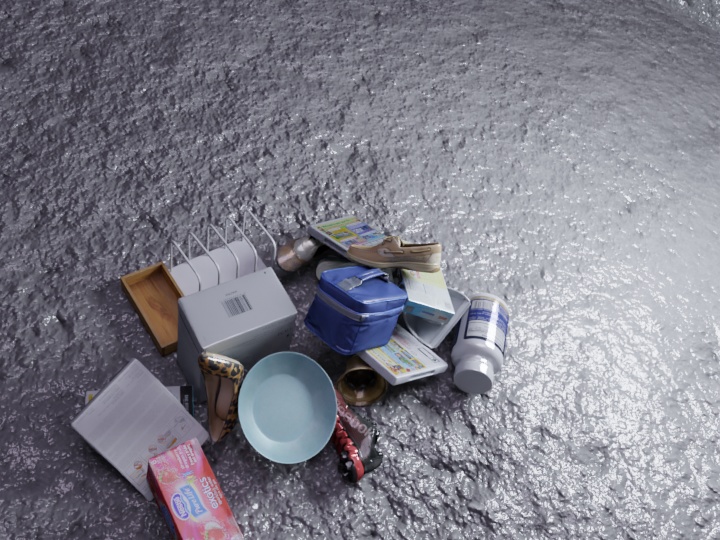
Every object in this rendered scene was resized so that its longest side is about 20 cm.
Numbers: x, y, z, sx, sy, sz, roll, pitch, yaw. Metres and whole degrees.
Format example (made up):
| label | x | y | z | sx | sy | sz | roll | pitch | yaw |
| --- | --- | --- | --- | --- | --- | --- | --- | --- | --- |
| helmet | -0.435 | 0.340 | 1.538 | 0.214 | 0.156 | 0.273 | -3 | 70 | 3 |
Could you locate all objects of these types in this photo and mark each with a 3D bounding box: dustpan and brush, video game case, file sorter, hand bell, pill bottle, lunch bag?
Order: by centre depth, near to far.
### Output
| label | x | y | z | sx | sy | sz | roll | pitch | yaw |
| --- | --- | --- | --- | --- | --- | --- | --- | --- | --- |
| lunch bag | 0.000 | 0.066 | 1.616 | 0.135 | 0.134 | 0.199 | 34 | 25 | 28 |
| video game case | 0.057 | 0.157 | 1.675 | 0.199 | 0.023 | 0.180 | 38 | 26 | 32 |
| hand bell | -0.005 | 0.171 | 1.695 | 0.102 | 0.105 | 0.201 | 5 | 37 | -9 |
| pill bottle | 0.252 | 0.156 | 1.732 | 0.109 | 0.112 | 0.202 | 16 | 49 | 2 |
| file sorter | -0.297 | -0.022 | 1.752 | 0.198 | 0.126 | 0.139 | -26 | 59 | -29 |
| dustpan and brush | 0.129 | 0.076 | 1.794 | 0.140 | 0.057 | 0.199 | -49 | 35 | -13 |
| video game case | 0.002 | -0.061 | 1.824 | 0.181 | 0.022 | 0.199 | 33 | 24 | 19 |

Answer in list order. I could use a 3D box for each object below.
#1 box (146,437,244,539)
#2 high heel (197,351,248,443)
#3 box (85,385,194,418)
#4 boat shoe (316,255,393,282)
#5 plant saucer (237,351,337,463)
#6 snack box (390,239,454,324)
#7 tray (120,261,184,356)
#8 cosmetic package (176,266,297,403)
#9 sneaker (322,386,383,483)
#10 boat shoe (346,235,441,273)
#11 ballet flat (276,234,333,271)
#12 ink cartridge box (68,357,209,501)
| label | x | y | z | sx | sy | sz | roll | pitch | yaw |
| --- | --- | --- | --- | --- | --- | --- | --- | --- | --- |
| box | -0.285 | 0.405 | 1.391 | 0.094 | 0.100 | 0.202 | -20 | 66 | -27 |
| high heel | -0.258 | 0.227 | 1.451 | 0.070 | 0.200 | 0.145 | 14 | 74 | 17 |
| box | -0.412 | 0.268 | 1.529 | 0.196 | 0.050 | 0.083 | -1 | 51 | -13 |
| boat shoe | 0.000 | 0.000 | 1.832 | 0.196 | 0.074 | 0.062 | 6 | 26 | -1 |
| plant saucer | -0.139 | 0.254 | 1.513 | 0.198 | 0.039 | 0.205 | 8 | 73 | -27 |
| snack box | 0.124 | 0.018 | 1.738 | 0.115 | 0.037 | 0.202 | 17 | 37 | -24 |
| tray | -0.412 | 0.078 | 1.700 | 0.098 | 0.037 | 0.201 | -23 | 58 | -28 |
| cosmetic package | -0.244 | 0.127 | 1.585 | 0.197 | 0.201 | 0.124 | -20 | 60 | -26 |
| sneaker | -0.017 | 0.305 | 1.573 | 0.096 | 0.071 | 0.202 | -13 | 56 | -22 |
| boat shoe | 0.069 | -0.041 | 1.678 | 0.196 | 0.066 | 0.071 | 7 | 14 | 8 |
| ballet flat | -0.110 | -0.056 | 1.820 | 0.069 | 0.067 | 0.199 | 56 | 38 | 2 |
| ink cartridge box | -0.396 | 0.285 | 1.475 | 0.201 | 0.050 | 0.162 | 49 | 67 | -14 |
